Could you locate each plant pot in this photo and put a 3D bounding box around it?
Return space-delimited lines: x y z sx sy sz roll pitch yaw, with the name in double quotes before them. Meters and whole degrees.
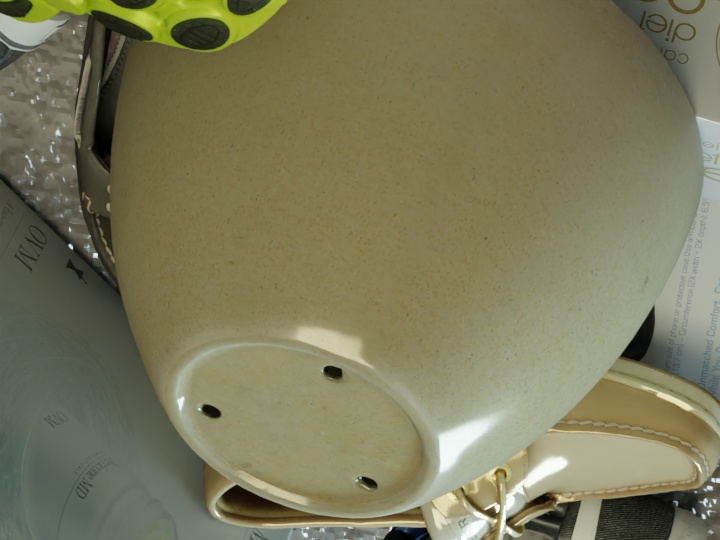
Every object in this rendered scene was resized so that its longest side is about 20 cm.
"plant pot" 0.000 0.000 0.922 0.199 0.135 0.201 13 143 10

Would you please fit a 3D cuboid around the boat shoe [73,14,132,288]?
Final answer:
"boat shoe" -0.074 -0.064 1.026 0.066 0.057 0.201 9 121 6

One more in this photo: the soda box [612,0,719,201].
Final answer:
"soda box" 0.109 -0.068 0.961 0.199 0.064 0.068 17 162 7

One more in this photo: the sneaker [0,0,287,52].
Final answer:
"sneaker" -0.079 -0.121 0.895 0.074 0.200 0.084 38 78 -32

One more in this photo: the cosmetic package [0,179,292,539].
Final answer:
"cosmetic package" -0.141 0.096 1.047 0.123 0.200 0.200 -36 107 27

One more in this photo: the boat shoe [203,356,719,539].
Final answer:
"boat shoe" 0.035 0.072 1.036 0.199 0.070 0.074 0 145 22

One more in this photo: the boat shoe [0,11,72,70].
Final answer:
"boat shoe" -0.189 -0.145 1.000 0.068 0.072 0.200 -33 116 24

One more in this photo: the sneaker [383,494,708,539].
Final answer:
"sneaker" 0.045 0.154 1.125 0.111 0.073 0.201 27 113 -1

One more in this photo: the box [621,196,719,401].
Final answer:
"box" 0.061 -0.013 1.040 0.199 0.042 0.120 12 121 7
